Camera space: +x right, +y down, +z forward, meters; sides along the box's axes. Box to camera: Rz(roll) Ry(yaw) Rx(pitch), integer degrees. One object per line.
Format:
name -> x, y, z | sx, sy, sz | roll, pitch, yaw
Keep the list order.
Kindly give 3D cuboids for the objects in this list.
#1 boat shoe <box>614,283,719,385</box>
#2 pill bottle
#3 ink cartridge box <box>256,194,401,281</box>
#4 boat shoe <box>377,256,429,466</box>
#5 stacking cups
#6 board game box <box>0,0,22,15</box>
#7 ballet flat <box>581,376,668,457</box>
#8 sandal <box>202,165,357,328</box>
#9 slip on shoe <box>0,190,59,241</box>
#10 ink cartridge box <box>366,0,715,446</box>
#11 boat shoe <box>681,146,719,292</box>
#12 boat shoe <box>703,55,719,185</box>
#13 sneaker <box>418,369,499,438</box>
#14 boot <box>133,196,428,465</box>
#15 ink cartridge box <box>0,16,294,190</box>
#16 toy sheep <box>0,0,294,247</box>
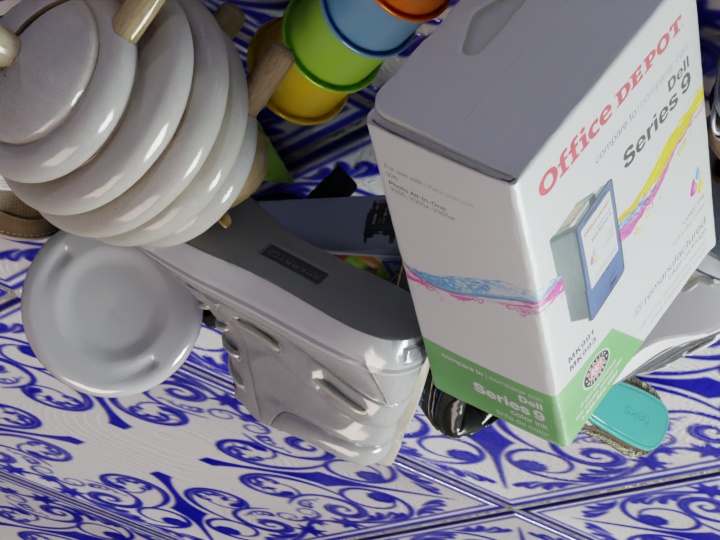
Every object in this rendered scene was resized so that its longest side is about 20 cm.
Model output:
boat shoe -> 0.191, 0.017, 1.166 | 0.067, 0.072, 0.200 | -12, 159, -36
pill bottle -> -0.160, 0.023, 1.266 | 0.111, 0.113, 0.200 | 16, 176, -7
ink cartridge box -> 0.000, 0.000, 1.109 | 0.198, 0.042, 0.119 | 0, 155, 21
boat shoe -> 0.005, 0.048, 1.075 | 0.062, 0.073, 0.200 | 15, 150, -1
stacking cups -> 0.011, -0.136, 0.925 | 0.060, 0.061, 0.200 | 21, 151, -19
board game box -> -0.164, -0.160, 0.924 | 0.198, 0.030, 0.096 | -9, 152, 14
ballet flat -> 0.132, 0.074, 1.337 | 0.075, 0.068, 0.199 | 13, 166, 46
sandal -> -0.060, -0.023, 1.220 | 0.048, 0.075, 0.200 | 45, 148, -1
slip on shoe -> -0.231, -0.081, 1.158 | 0.060, 0.077, 0.200 | 1, 148, 42
ink cartridge box -> 0.089, -0.039, 0.910 | 0.087, 0.146, 0.201 | 24, 151, 31
boat shoe -> 0.165, -0.022, 1.069 | 0.200, 0.075, 0.086 | 13, 158, 11
boat shoe -> 0.201, -0.074, 0.932 | 0.072, 0.073, 0.200 | 11, 157, 9
sneaker -> 0.025, 0.052, 1.189 | 0.198, 0.112, 0.077 | -8, 131, -5
boot -> -0.060, 0.025, 1.009 | 0.199, 0.073, 0.096 | 31, 125, 20
ink cartridge box -> -0.139, -0.073, 1.114 | 0.146, 0.076, 0.200 | 4, 154, 21
toy sheep -> -0.114, -0.080, 0.918 | 0.137, 0.139, 0.199 | -7, 155, 39
